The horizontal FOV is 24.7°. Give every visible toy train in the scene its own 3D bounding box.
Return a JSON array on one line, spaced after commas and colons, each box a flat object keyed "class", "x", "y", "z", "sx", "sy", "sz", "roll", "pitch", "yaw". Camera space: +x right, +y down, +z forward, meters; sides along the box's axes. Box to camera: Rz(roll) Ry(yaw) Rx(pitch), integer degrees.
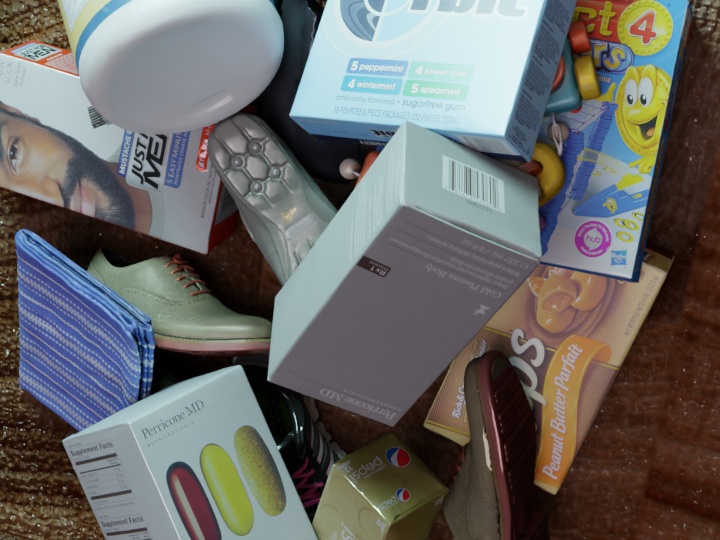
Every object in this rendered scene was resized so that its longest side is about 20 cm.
[{"class": "toy train", "x": 0.076, "y": -0.100, "z": 1.120, "sx": 0.150, "sy": 0.056, "sz": 0.200, "roll": 27, "pitch": 93, "yaw": 13}]

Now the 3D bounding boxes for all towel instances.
[{"class": "towel", "x": -0.226, "y": 0.070, "z": 1.322, "sx": 0.145, "sy": 0.024, "sz": 0.200, "roll": 35, "pitch": 141, "yaw": 20}]

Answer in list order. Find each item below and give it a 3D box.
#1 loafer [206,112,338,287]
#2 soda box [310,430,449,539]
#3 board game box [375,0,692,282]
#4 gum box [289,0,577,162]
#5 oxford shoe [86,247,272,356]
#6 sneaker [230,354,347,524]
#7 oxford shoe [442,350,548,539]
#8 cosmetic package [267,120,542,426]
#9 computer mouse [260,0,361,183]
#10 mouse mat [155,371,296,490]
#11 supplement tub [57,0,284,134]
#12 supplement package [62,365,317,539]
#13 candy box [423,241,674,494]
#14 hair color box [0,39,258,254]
[{"class": "loafer", "x": -0.043, "y": -0.029, "z": 1.211, "sx": 0.070, "sy": 0.070, "sz": 0.200, "roll": -30, "pitch": 99, "yaw": 1}, {"class": "soda box", "x": 0.000, "y": 0.218, "z": 1.261, "sx": 0.068, "sy": 0.064, "sz": 0.200, "roll": 44, "pitch": 139, "yaw": 26}, {"class": "board game box", "x": 0.118, "y": -0.107, "z": 1.168, "sx": 0.199, "sy": 0.056, "sz": 0.196, "roll": 11, "pitch": 90, "yaw": 13}, {"class": "gum box", "x": 0.059, "y": -0.179, "z": 1.109, "sx": 0.170, "sy": 0.045, "sz": 0.201, "roll": 9, "pitch": 74, "yaw": 33}, {"class": "oxford shoe", "x": -0.147, "y": 0.024, "z": 1.298, "sx": 0.200, "sy": 0.070, "sz": 0.075, "roll": 11, "pitch": 89, "yaw": 30}, {"class": "sneaker", "x": -0.059, "y": 0.150, "z": 1.318, "sx": 0.074, "sy": 0.087, "sz": 0.200, "roll": -18, "pitch": 101, "yaw": 21}, {"class": "oxford shoe", "x": 0.089, "y": 0.156, "z": 1.218, "sx": 0.075, "sy": 0.070, "sz": 0.201, "roll": 0, "pitch": 107, "yaw": 28}, {"class": "cosmetic package", "x": 0.026, "y": 0.007, "z": 1.098, "sx": 0.107, "sy": 0.090, "sz": 0.200, "roll": 20, "pitch": 131, "yaw": -17}, {"class": "computer mouse", "x": -0.052, "y": -0.152, "z": 1.214, "sx": 0.053, "sy": 0.138, "sz": 0.201, "roll": -22, "pitch": 113, "yaw": -21}, {"class": "mouse mat", "x": -0.120, "y": 0.194, "z": 1.336, "sx": 0.161, "sy": 0.008, "sz": 0.200, "roll": 36, "pitch": 134, "yaw": 28}, {"class": "supplement tub", "x": -0.146, "y": -0.214, "z": 1.165, "sx": 0.145, "sy": 0.145, "sz": 0.200, "roll": -33, "pitch": 59, "yaw": 23}, {"class": "supplement package", "x": -0.118, "y": 0.189, "z": 1.237, "sx": 0.109, "sy": 0.114, "sz": 0.200, "roll": -18, "pitch": 97, "yaw": 51}, {"class": "candy box", "x": 0.141, "y": 0.055, "z": 1.244, "sx": 0.115, "sy": 0.055, "sz": 0.200, "roll": 27, "pitch": 113, "yaw": 9}, {"class": "hair color box", "x": -0.191, "y": -0.099, "z": 1.297, "sx": 0.199, "sy": 0.064, "sz": 0.111, "roll": 18, "pitch": 112, "yaw": 13}]
